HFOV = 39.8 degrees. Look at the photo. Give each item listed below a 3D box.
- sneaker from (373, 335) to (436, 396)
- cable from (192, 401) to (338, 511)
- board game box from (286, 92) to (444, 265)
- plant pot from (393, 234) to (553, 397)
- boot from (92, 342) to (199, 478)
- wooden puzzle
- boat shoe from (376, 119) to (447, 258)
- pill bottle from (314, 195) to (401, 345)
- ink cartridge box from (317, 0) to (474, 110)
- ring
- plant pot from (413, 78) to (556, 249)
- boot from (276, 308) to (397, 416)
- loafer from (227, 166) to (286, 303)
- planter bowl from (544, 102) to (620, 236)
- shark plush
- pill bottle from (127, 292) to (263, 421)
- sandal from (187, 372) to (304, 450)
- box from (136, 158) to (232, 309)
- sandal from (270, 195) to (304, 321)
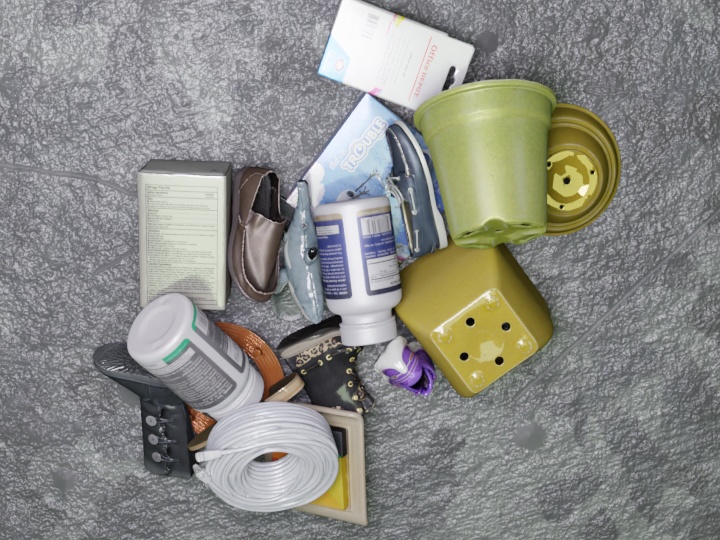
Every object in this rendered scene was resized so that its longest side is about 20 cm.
[{"bbox_3d":[0.078,0.158,1.488,0.083,0.200,0.081,43,95,17],"label":"sneaker"},{"bbox_3d":[-0.131,0.278,1.468,0.198,0.070,0.201,-20,133,4],"label":"cable"},{"bbox_3d":[0.026,-0.125,1.477,0.198,0.043,0.201,36,101,-11],"label":"board game box"},{"bbox_3d":[0.166,0.070,1.459,0.195,0.200,0.195,-36,105,9],"label":"plant pot"},{"bbox_3d":[-0.335,0.222,1.558,0.163,0.066,0.202,16,128,27],"label":"boot"},{"bbox_3d":[-0.077,0.302,1.563,0.183,0.037,0.202,5,111,27],"label":"wooden puzzle"},{"bbox_3d":[0.068,-0.114,1.424,0.061,0.075,0.202,-23,116,-8],"label":"boat shoe"},{"bbox_3d":[0.000,0.000,1.415,0.110,0.111,0.203,-7,95,0],"label":"pill bottle"},{"bbox_3d":[0.049,-0.302,1.413,0.198,0.068,0.116,19,105,-7],"label":"ink cartridge box"},{"bbox_3d":[-0.213,0.179,1.549,0.198,0.019,0.203,3,105,12],"label":"ring"},{"bbox_3d":[0.180,-0.134,1.360,0.198,0.201,0.186,-6,77,0],"label":"plant pot"},{"bbox_3d":[-0.015,0.146,1.534,0.198,0.073,0.152,-20,107,15],"label":"boot"},{"bbox_3d":[-0.145,-0.055,1.422,0.072,0.071,0.203,1,81,-40],"label":"loafer"},{"bbox_3d":[0.295,-0.138,1.461,0.198,0.084,0.203,0,107,-1],"label":"planter bowl"},{"bbox_3d":[-0.069,-0.030,1.440,0.090,0.083,0.202,5,108,-19],"label":"shark plush"},{"bbox_3d":[-0.231,0.132,1.432,0.113,0.114,0.200,-33,130,8],"label":"pill bottle"},{"bbox_3d":[-0.161,0.240,1.508,0.211,0.078,0.070,-34,100,12],"label":"sandal"},{"bbox_3d":[-0.253,-0.054,1.455,0.126,0.109,0.202,3,106,-2],"label":"box"},{"bbox_3d":[-0.115,-0.018,1.501,0.074,0.048,0.203,-11,105,0],"label":"sandal"}]
